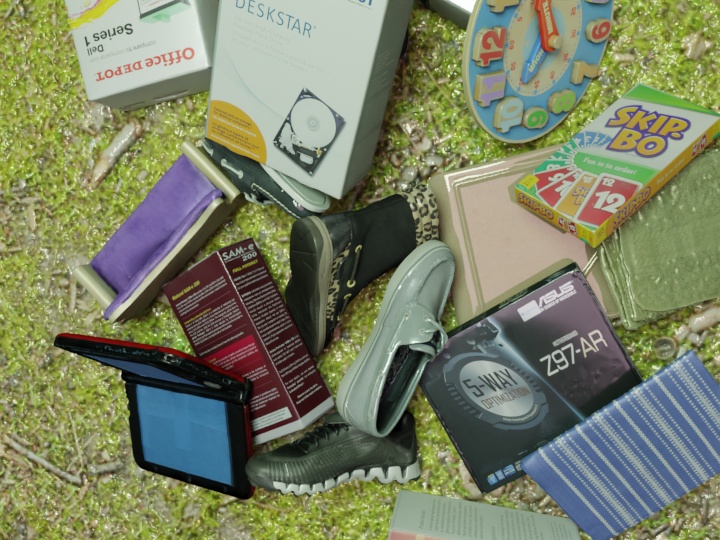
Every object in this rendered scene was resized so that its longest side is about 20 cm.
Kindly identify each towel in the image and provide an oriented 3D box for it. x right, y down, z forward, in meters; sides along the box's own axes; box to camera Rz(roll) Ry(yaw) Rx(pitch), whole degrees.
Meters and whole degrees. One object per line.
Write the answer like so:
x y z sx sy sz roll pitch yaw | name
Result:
0.272 0.178 0.730 0.199 0.024 0.145 -38 111 17 | towel
0.323 -0.039 0.730 0.197 0.036 0.150 -18 93 -7 | towel

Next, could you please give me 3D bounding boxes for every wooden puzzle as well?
0.183 -0.029 0.781 0.197 0.037 0.188 -12 93 14 | wooden puzzle

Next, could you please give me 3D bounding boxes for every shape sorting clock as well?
0.171 -0.216 0.697 0.039 0.199 0.202 40 102 46 | shape sorting clock

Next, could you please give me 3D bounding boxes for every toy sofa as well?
-0.219 -0.040 0.809 0.083 0.098 0.200 45 100 4 | toy sofa

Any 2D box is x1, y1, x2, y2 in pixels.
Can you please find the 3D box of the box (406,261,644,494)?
0.171 0.111 0.760 0.198 0.044 0.162 -30 91 15 | box

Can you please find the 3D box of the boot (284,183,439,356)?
0.000 0.000 0.775 0.149 0.201 0.073 -24 55 -23 | boot

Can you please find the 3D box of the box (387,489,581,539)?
0.123 0.337 0.784 0.197 0.106 0.155 7 96 8 | box

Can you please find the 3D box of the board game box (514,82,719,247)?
0.248 -0.109 0.702 0.199 0.030 0.095 -37 49 -17 | board game box

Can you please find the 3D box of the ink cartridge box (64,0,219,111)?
-0.231 -0.289 0.795 0.143 0.084 0.203 -12 94 10 | ink cartridge box

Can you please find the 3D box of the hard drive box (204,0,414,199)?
-0.049 -0.192 0.674 0.154 0.077 0.202 25 126 13 | hard drive box

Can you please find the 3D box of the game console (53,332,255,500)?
-0.218 0.151 0.784 0.198 0.172 0.120 2 70 35 | game console

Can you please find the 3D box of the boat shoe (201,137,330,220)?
-0.101 -0.102 0.772 0.061 0.075 0.200 -56 48 18 | boat shoe

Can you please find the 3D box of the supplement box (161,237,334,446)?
-0.122 0.080 0.804 0.108 0.061 0.202 -26 91 38 | supplement box

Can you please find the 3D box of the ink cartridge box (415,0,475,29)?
0.101 -0.334 0.738 0.198 0.086 0.148 30 101 4 | ink cartridge box

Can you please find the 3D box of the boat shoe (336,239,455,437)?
0.051 0.069 0.731 0.071 0.070 0.203 25 86 47 | boat shoe

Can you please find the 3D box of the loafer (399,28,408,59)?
-0.010 -0.291 0.691 0.062 0.072 0.202 0 120 36 | loafer

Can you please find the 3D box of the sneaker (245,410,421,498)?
-0.024 0.179 0.779 0.197 0.066 0.092 2 97 -25 | sneaker
